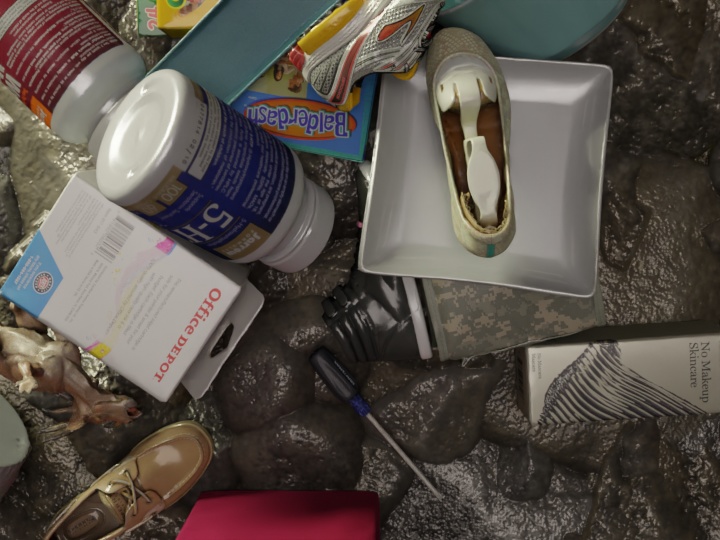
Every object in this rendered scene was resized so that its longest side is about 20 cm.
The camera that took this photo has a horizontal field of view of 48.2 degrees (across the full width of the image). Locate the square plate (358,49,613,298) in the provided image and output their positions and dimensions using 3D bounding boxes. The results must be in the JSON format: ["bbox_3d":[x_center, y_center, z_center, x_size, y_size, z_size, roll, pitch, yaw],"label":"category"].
[{"bbox_3d":[0.107,-0.084,0.686,0.196,0.028,0.202,6,81,7],"label":"square plate"}]

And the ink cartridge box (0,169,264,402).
[{"bbox_3d":[-0.200,0.016,0.757,0.199,0.125,0.129,36,95,-8],"label":"ink cartridge box"}]

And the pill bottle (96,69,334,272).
[{"bbox_3d":[-0.119,-0.076,0.717,0.199,0.119,0.121,29,96,-42],"label":"pill bottle"}]

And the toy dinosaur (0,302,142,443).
[{"bbox_3d":[-0.322,0.095,0.799,0.199,0.137,0.086,33,56,20],"label":"toy dinosaur"}]

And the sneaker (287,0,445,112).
[{"bbox_3d":[0.038,-0.207,0.659,0.199,0.078,0.083,-32,101,26],"label":"sneaker"}]

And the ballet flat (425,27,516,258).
[{"bbox_3d":[0.094,-0.112,0.646,0.066,0.062,0.204,-11,79,4],"label":"ballet flat"}]

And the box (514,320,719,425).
[{"bbox_3d":[0.255,0.099,0.792,0.196,0.068,0.084,-5,96,2],"label":"box"}]

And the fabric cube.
[{"bbox_3d":[-0.075,0.336,0.752,0.192,0.199,0.204,0,95,0],"label":"fabric cube"}]

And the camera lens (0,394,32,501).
[{"bbox_3d":[-0.437,0.207,0.764,0.160,0.160,0.200,42,95,-3],"label":"camera lens"}]

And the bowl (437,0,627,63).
[{"bbox_3d":[0.163,-0.257,0.715,0.200,0.201,0.105,-42,113,4],"label":"bowl"}]

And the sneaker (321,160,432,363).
[{"bbox_3d":[0.000,0.000,0.785,0.098,0.071,0.203,-15,95,3],"label":"sneaker"}]

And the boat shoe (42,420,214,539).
[{"bbox_3d":[-0.233,0.229,0.811,0.199,0.065,0.072,-38,94,4],"label":"boat shoe"}]

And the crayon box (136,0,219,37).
[{"bbox_3d":[-0.125,-0.291,0.772,0.196,0.051,0.129,-1,95,1],"label":"crayon box"}]

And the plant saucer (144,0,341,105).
[{"bbox_3d":[-0.099,-0.207,0.703,0.199,0.019,0.070,-37,110,21],"label":"plant saucer"}]

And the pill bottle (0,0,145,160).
[{"bbox_3d":[-0.273,-0.192,0.753,0.200,0.110,0.110,44,94,-3],"label":"pill bottle"}]

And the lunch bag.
[{"bbox_3d":[0.129,-0.023,0.759,0.161,0.118,0.204,-13,90,4],"label":"lunch bag"}]

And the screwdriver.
[{"bbox_3d":[0.017,0.158,0.817,0.028,0.029,0.201,-40,88,4],"label":"screwdriver"}]

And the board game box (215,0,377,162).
[{"bbox_3d":[-0.053,-0.211,0.733,0.149,0.045,0.203,10,119,-2],"label":"board game box"}]
